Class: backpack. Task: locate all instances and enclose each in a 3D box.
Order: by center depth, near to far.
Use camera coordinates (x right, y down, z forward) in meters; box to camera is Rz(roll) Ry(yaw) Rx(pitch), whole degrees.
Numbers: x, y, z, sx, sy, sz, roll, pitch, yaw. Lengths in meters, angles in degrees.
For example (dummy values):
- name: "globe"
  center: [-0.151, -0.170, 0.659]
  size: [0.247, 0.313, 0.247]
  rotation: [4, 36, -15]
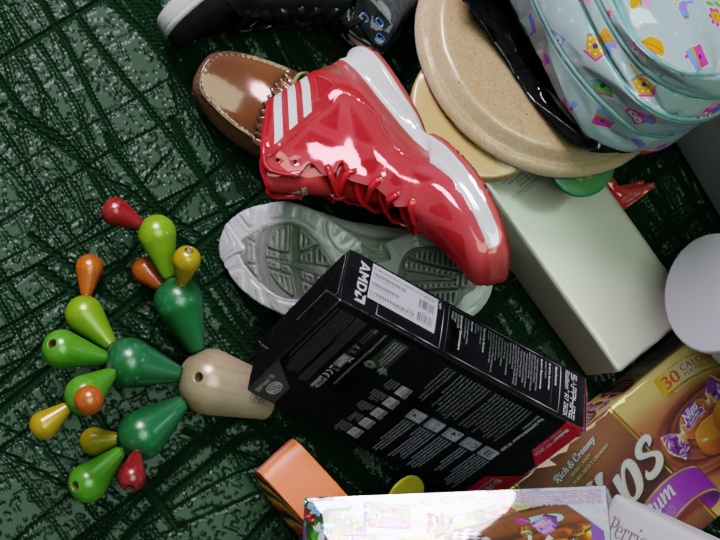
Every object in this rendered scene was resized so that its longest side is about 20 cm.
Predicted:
- name: "backpack"
  center: [0.168, -0.178, 1.055]
  size: [0.166, 0.127, 0.201]
  rotation: [-19, 79, -26]

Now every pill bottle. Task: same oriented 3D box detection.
- name: "pill bottle"
  center: [0.311, 0.026, 1.155]
  size: [0.199, 0.111, 0.112]
  rotation: [8, 81, -41]

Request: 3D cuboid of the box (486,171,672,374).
- name: "box"
  center: [0.147, -0.026, 1.179]
  size: [0.082, 0.068, 0.201]
  rotation: [-36, 94, -15]

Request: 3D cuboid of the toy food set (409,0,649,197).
- name: "toy food set"
  center: [0.130, -0.148, 1.128]
  size: [0.197, 0.049, 0.201]
  rotation: [7, 67, -14]

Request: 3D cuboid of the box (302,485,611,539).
- name: "box"
  center: [0.063, 0.211, 1.027]
  size: [0.198, 0.039, 0.138]
  rotation: [-2, 63, 2]

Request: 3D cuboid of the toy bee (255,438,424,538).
- name: "toy bee"
  center: [0.002, 0.213, 1.112]
  size: [0.130, 0.109, 0.201]
  rotation: [-21, 64, -9]

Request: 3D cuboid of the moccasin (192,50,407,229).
- name: "moccasin"
  center: [-0.026, -0.092, 1.134]
  size: [0.201, 0.078, 0.074]
  rotation: [35, 79, -1]

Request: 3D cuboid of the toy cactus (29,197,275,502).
- name: "toy cactus"
  center: [-0.132, 0.063, 1.096]
  size: [0.164, 0.102, 0.201]
  rotation: [16, 72, -22]

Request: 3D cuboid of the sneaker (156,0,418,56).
- name: "sneaker"
  center: [-0.035, -0.185, 1.147]
  size: [0.199, 0.073, 0.112]
  rotation: [-33, 91, -16]

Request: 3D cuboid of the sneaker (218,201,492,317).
- name: "sneaker"
  center: [0.000, 0.000, 1.138]
  size: [0.199, 0.099, 0.078]
  rotation: [12, 92, 13]

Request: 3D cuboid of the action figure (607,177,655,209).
- name: "action figure"
  center: [0.147, -0.138, 1.195]
  size: [0.052, 0.065, 0.200]
  rotation: [-37, 95, 7]

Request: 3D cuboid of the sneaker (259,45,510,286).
- name: "sneaker"
  center: [0.004, -0.048, 1.049]
  size: [0.115, 0.079, 0.200]
  rotation: [-27, 57, -15]

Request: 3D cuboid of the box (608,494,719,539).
- name: "box"
  center: [0.257, 0.282, 1.074]
  size: [0.199, 0.199, 0.172]
  rotation: [28, 86, -29]

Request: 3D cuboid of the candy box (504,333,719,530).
- name: "candy box"
  center: [0.205, 0.145, 1.182]
  size: [0.200, 0.056, 0.117]
  rotation: [-36, 94, -16]

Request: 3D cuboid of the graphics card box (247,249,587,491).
- name: "graphics card box"
  center: [0.039, 0.077, 1.091]
  size: [0.199, 0.125, 0.051]
  rotation: [27, 46, -19]

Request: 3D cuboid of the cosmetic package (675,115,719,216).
- name: "cosmetic package"
  center: [0.332, -0.141, 1.169]
  size: [0.164, 0.200, 0.166]
  rotation: [-34, 94, -15]
